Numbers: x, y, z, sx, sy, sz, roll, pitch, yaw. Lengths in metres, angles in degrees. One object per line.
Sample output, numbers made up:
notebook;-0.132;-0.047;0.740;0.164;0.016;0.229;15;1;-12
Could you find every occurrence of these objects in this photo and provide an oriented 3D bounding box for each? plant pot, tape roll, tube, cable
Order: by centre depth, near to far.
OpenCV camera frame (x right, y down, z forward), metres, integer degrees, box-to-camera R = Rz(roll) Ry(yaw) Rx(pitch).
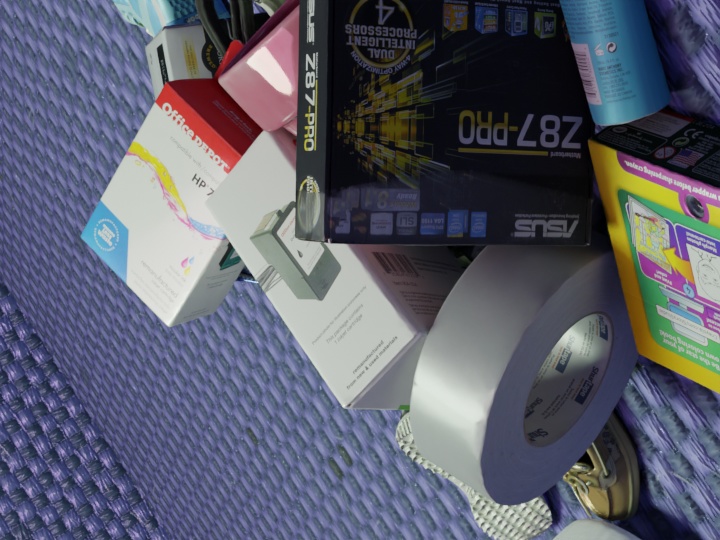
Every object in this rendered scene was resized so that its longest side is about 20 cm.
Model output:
tube;0.139;-0.190;0.974;0.077;0.050;0.202;5;120;53
plant pot;0.032;-0.139;1.106;0.179;0.200;0.200;45;161;-12
tape roll;0.122;0.063;1.123;0.066;0.200;0.201;29;146;31
cable;-0.079;-0.150;1.300;0.097;0.050;0.201;-43;71;33

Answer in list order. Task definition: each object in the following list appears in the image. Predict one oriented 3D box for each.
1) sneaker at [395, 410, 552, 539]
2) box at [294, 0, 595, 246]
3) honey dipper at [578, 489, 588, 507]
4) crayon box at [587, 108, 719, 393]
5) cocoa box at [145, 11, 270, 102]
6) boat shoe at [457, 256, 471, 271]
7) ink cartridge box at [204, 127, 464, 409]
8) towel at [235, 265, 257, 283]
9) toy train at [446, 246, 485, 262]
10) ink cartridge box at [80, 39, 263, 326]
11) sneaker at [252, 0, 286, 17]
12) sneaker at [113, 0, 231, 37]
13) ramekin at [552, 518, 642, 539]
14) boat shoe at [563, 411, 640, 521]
sneaker;0.112;0.165;1.485;0.200;0.069;0.100;46;-154;-26
box;0.056;-0.097;0.997;0.049;0.198;0.163;10;98;61
honey dipper;0.144;0.137;1.412;0.200;0.038;0.038;43;154;30
crayon box;0.240;0.004;0.986;0.200;0.058;0.174;30;146;53
cocoa box;-0.100;-0.116;1.390;0.133;0.130;0.202;-174;73;-76
boat shoe;0.098;0.013;1.275;0.072;0.062;0.200;57;169;-21
ink cartridge box;0.000;0.000;1.164;0.145;0.084;0.201;8;-140;-56
towel;-0.013;0.018;1.385;0.144;0.200;0.024;16;97;21
toy train;0.044;-0.092;1.274;0.200;0.085;0.115;46;143;36
ink cartridge box;-0.126;-0.071;1.269;0.116;0.067;0.201;42;117;18
sneaker;-0.024;-0.208;1.261;0.077;0.088;0.201;-47;64;43
sneaker;-0.182;-0.239;1.577;0.130;0.079;0.202;-4;106;64
ramekin;0.219;0.300;1.325;0.200;0.098;0.201;39;162;16
boat shoe;0.172;0.128;1.295;0.073;0.062;0.201;21;138;56
